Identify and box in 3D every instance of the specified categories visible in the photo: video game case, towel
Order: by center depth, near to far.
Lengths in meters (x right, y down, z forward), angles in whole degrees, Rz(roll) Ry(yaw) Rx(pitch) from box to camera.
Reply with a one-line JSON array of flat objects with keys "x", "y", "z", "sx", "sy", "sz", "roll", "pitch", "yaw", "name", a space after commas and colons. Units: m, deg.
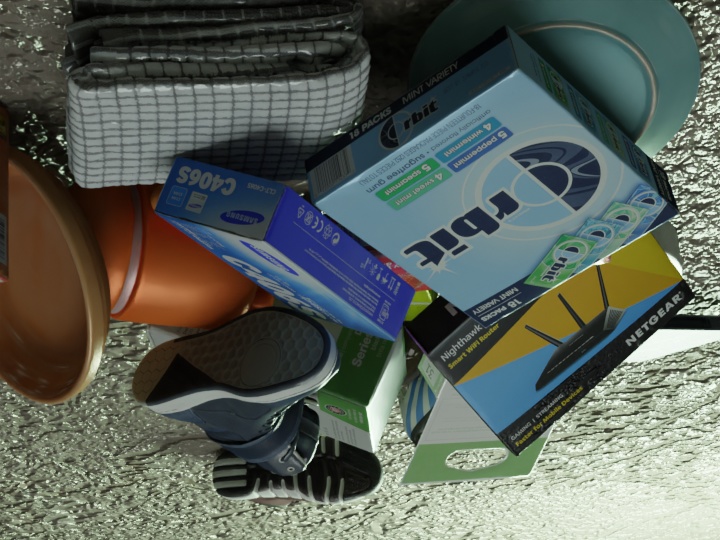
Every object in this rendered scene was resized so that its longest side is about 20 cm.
[{"x": -0.098, "y": -0.123, "z": 1.229, "sx": 0.199, "sy": 0.086, "sz": 0.166, "roll": -3, "pitch": 159, "yaw": -7, "name": "towel"}, {"x": 0.247, "y": 0.065, "z": 1.761, "sx": 0.200, "sy": 0.019, "sz": 0.143, "roll": 1, "pitch": 165, "yaw": -39, "name": "video game case"}]

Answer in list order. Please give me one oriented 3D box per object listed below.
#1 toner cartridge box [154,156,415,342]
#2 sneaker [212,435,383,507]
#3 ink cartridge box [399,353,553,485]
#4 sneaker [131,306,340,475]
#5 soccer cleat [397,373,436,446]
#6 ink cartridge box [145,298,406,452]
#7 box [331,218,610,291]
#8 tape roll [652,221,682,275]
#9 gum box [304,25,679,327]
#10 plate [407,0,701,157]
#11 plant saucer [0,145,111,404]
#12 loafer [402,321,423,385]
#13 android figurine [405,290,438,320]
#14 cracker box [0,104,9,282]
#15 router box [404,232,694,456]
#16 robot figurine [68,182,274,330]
[{"x": -0.048, "y": -0.012, "z": 1.280, "sx": 0.095, "sy": 0.043, "sz": 0.200, "roll": 15, "pitch": 167, "yaw": 32, "name": "toner cartridge box"}, {"x": -0.059, "y": 0.233, "z": 2.110, "sx": 0.199, "sy": 0.076, "sz": 0.116, "roll": 0, "pitch": 164, "yaw": 17, "name": "sneaker"}, {"x": 0.117, "y": 0.096, "z": 1.602, "sx": 0.145, "sy": 0.048, "sz": 0.200, "roll": 0, "pitch": 131, "yaw": -31, "name": "ink cartridge box"}, {"x": -0.058, "y": 0.096, "z": 1.434, "sx": 0.202, "sy": 0.077, "sz": 0.146, "roll": -11, "pitch": 144, "yaw": 43, "name": "sneaker"}, {"x": 0.086, "y": 0.077, "z": 1.677, "sx": 0.070, "sy": 0.086, "sz": 0.200, "roll": 3, "pitch": 136, "yaw": -33, "name": "soccer cleat"}, {"x": -0.068, "y": 0.069, "z": 1.587, "sx": 0.199, "sy": 0.085, "sz": 0.146, "roll": 20, "pitch": 162, "yaw": 9, "name": "ink cartridge box"}, {"x": 0.081, "y": -0.053, "z": 1.400, "sx": 0.199, "sy": 0.103, "sz": 0.095, "roll": -10, "pitch": 157, "yaw": 9, "name": "box"}, {"x": 0.178, "y": -0.003, "z": 1.620, "sx": 0.202, "sy": 0.037, "sz": 0.203, "roll": -3, "pitch": 158, "yaw": -1, "name": "tape roll"}, {"x": 0.091, "y": -0.056, "z": 1.255, "sx": 0.170, "sy": 0.045, "sz": 0.200, "roll": -32, "pitch": 137, "yaw": 24, "name": "gum box"}, {"x": 0.131, "y": -0.119, "z": 1.257, "sx": 0.199, "sy": 0.026, "sz": 0.201, "roll": -1, "pitch": 135, "yaw": -1, "name": "plate"}, {"x": -0.245, "y": -0.001, "z": 1.372, "sx": 0.037, "sy": 0.201, "sz": 0.200, "roll": -22, "pitch": 172, "yaw": -38, "name": "plant saucer"}, {"x": -0.013, "y": 0.080, "z": 1.706, "sx": 0.071, "sy": 0.073, "sz": 0.200, "roll": -3, "pitch": 165, "yaw": -39, "name": "loafer"}, {"x": 0.000, "y": 0.000, "z": 1.557, "sx": 0.181, "sy": 0.041, "sz": 0.200, "roll": 1, "pitch": 162, "yaw": 12, "name": "android figurine"}, {"x": -0.345, "y": -0.042, "z": 1.304, "sx": 0.199, "sy": 0.134, "sz": 0.058, "roll": -11, "pitch": 157, "yaw": 17, "name": "cracker box"}, {"x": 0.154, "y": 0.034, "z": 1.498, "sx": 0.200, "sy": 0.051, "sz": 0.149, "roll": -42, "pitch": 127, "yaw": 0, "name": "router box"}, {"x": -0.152, "y": -0.017, "z": 1.427, "sx": 0.199, "sy": 0.117, "sz": 0.144, "roll": 7, "pitch": -170, "yaw": -25, "name": "robot figurine"}]
